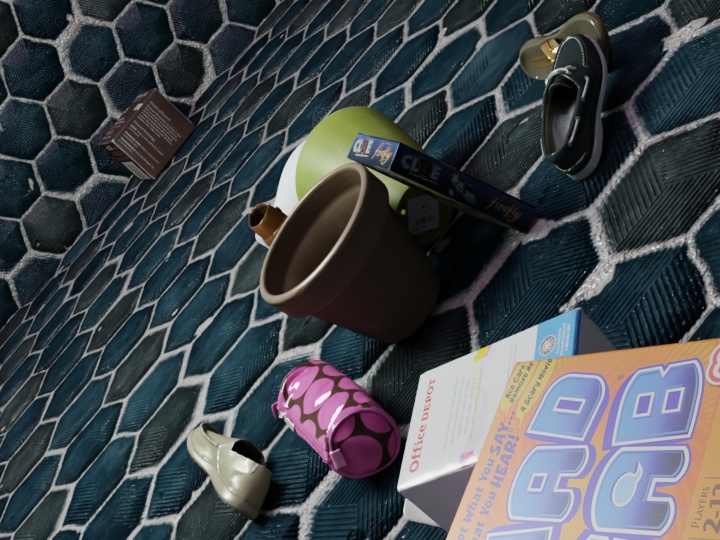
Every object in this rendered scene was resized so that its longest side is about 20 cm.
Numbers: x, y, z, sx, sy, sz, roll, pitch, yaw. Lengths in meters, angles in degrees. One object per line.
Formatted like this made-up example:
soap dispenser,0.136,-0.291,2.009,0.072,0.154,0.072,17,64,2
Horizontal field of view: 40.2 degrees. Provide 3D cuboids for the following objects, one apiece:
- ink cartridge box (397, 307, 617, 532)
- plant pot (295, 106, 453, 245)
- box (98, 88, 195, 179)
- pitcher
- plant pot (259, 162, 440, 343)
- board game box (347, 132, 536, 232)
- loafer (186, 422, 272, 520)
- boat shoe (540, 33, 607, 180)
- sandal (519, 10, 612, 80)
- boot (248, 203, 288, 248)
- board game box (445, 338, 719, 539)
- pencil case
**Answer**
ink cartridge box,0.133,0.148,0.835,0.199,0.125,0.130,-28,31,38
plant pot,0.036,-0.110,1.350,0.188,0.187,0.199,-50,37,-5
box,-0.612,-0.387,2.823,0.201,0.164,0.165,-54,25,-15
pitcher,-0.085,-0.132,1.643,0.201,0.120,0.172,-54,12,15
plant pot,0.000,0.000,1.209,0.200,0.174,0.202,-40,28,26
board game box,0.096,-0.106,1.183,0.035,0.198,0.135,-67,25,2
loafer,-0.161,0.245,1.258,0.068,0.076,0.200,-48,33,-5
boat shoe,0.251,-0.208,1.176,0.075,0.060,0.203,-31,46,44
sandal,0.264,-0.282,1.304,0.054,0.081,0.199,-37,14,-19
boot,-0.080,-0.031,1.419,0.077,0.155,0.200,-47,24,-2
board game box,0.191,0.186,0.594,0.199,0.200,0.202,-14,41,51
pencil case,-0.032,0.171,1.129,0.092,0.092,0.200,-17,14,-19
